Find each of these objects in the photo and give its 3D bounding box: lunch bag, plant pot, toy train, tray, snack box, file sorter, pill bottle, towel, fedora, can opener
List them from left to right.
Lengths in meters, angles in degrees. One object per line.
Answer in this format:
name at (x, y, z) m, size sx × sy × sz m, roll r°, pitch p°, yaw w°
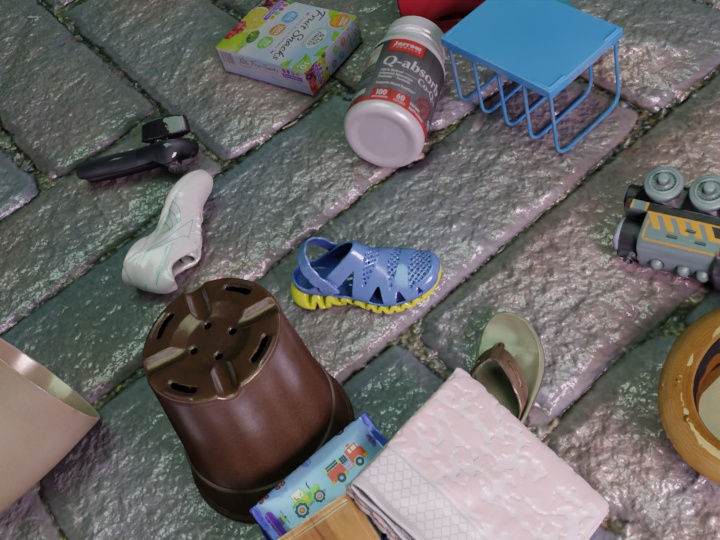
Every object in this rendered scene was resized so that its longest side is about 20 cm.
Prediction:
plant pot at (-0.434, 0.197, 1.069) m, size 0.186 × 0.188 × 0.202 m, roll 29°, pitch 79°, yaw 36°
can opener at (-0.334, -0.169, 1.409) m, size 0.196 × 0.063 × 0.080 m, roll -17°, pitch 73°, yaw 17°
plant pot at (-0.125, 0.129, 0.989) m, size 0.196 × 0.200 × 0.203 m, roll -10°, pitch 49°, yaw 11°
snack box at (-0.115, -0.363, 1.496) m, size 0.197 × 0.053 × 0.143 m, roll 22°, pitch 62°, yaw 32°
tray at (0.003, 0.312, 0.839) m, size 0.098 × 0.037 × 0.202 m, roll -31°, pitch 75°, yaw -10°
lunch bag at (0.013, 0.270, 0.907) m, size 0.150 × 0.095 × 0.200 m, roll -37°, pitch 61°, yaw -16°
pill bottle at (0.054, -0.253, 1.302) m, size 0.113 × 0.117 × 0.203 m, roll 3°, pitch 53°, yaw 21°
towel at (0.112, 0.210, 0.872) m, size 0.200 × 0.032 × 0.190 m, roll 42°, pitch 52°, yaw 14°
file sorter at (0.230, -0.269, 1.250) m, size 0.138 × 0.124 × 0.199 m, roll -39°, pitch 50°, yaw -16°
toy train at (0.380, -0.042, 1.040) m, size 0.197 × 0.086 × 0.115 m, roll 17°, pitch 68°, yaw 30°
fedora at (0.382, 0.127, 0.893) m, size 0.196 × 0.082 × 0.204 m, roll -11°, pitch 53°, yaw 14°

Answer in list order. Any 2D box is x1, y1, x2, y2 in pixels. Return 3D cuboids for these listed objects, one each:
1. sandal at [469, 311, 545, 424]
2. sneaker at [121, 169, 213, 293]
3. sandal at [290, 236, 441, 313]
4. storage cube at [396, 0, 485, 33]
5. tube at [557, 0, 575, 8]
sandal at (0.147, 0.127, 0.990) m, size 0.078 × 0.058 × 0.204 m, roll 4°, pitch 53°, yaw 21°
sneaker at (-0.243, -0.049, 1.276) m, size 0.079 × 0.071 × 0.203 m, roll 19°, pitch 61°, yaw 13°
sandal at (0.000, 0.000, 1.130) m, size 0.195 × 0.088 × 0.081 m, roll -4°, pitch 48°, yaw 13°
storage cube at (0.129, -0.480, 1.424) m, size 0.167 × 0.181 × 0.203 m, roll -9°, pitch 49°, yaw 11°
tube at (0.289, -0.368, 1.368) m, size 0.076 × 0.051 × 0.202 m, roll -19°, pitch 43°, yaw -3°
